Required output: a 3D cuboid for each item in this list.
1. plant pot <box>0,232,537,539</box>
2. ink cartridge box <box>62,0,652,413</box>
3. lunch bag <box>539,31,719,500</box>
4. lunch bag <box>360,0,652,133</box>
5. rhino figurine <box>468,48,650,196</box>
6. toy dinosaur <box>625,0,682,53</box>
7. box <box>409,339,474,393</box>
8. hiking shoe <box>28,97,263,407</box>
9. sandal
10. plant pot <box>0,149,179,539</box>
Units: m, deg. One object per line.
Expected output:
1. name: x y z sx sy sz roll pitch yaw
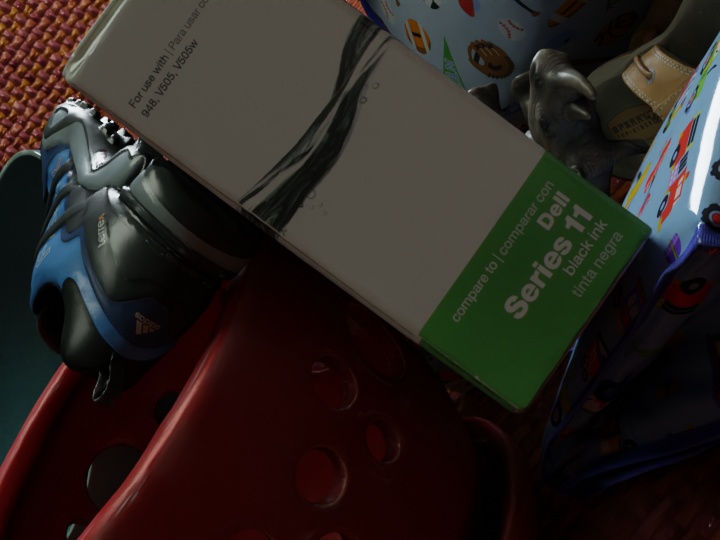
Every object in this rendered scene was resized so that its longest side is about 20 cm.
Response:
1. plant pot: -0.037 0.100 0.771 0.201 0.182 0.201 -47 22 25
2. ink cartridge box: 0.000 -0.043 0.701 0.083 0.199 0.147 -54 1 3
3. lunch bag: 0.131 -0.004 0.733 0.200 0.093 0.152 -47 17 54
4. lunch bag: 0.057 -0.189 0.981 0.123 0.201 0.170 -23 -21 -23
5. rhino figurine: 0.086 -0.050 0.881 0.059 0.088 0.200 -25 -10 -15
6. toy dinosaur: 0.175 -0.146 0.929 0.200 0.060 0.106 -51 15 8
7. box: 0.000 0.000 0.867 0.110 0.198 0.035 -32 45 50
8. hiking shoe: -0.107 -0.012 0.740 0.087 0.074 0.200 -54 19 -2
9. sandal: 0.141 -0.078 0.828 0.054 0.082 0.200 -36 5 -24
10. plant pot: -0.108 0.038 0.964 0.200 0.133 0.203 10 101 62
